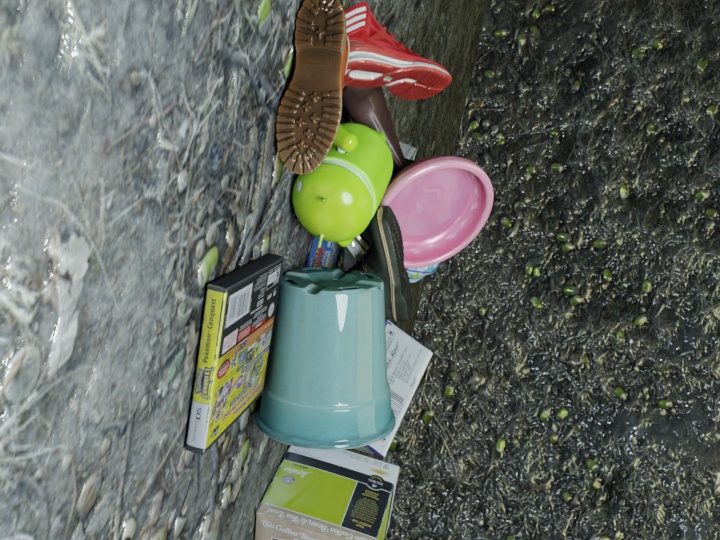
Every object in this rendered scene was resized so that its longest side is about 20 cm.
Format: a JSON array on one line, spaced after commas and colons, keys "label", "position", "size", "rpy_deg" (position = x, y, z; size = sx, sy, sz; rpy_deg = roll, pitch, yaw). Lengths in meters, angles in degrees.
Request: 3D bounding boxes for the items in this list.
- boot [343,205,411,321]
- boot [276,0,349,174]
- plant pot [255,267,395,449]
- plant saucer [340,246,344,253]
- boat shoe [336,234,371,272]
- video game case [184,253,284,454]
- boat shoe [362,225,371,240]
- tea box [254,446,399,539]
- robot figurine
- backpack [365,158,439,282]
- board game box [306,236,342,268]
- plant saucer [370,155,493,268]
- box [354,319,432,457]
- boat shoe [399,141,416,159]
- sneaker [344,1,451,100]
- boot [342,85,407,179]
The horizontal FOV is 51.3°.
[{"label": "boot", "position": [-0.003, 0.001, 1.096], "size": [0.078, 0.135, 0.203], "rpy_deg": [-77, 161, -50]}, {"label": "boot", "position": [-0.048, -0.212, 0.905], "size": [0.107, 0.073, 0.205], "rpy_deg": [9, 92, -85]}, {"label": "plant pot", "position": [-0.044, 0.108, 1.022], "size": [0.200, 0.195, 0.202], "rpy_deg": [-39, 133, -74]}, {"label": "plant saucer", "position": [-0.005, -0.127, 1.230], "size": [0.201, 0.038, 0.207], "rpy_deg": [2, 90, -83]}, {"label": "boat shoe", "position": [0.000, 0.000, 1.192], "size": [0.075, 0.068, 0.201], "rpy_deg": [58, 0, 37]}, {"label": "video game case", "position": [-0.141, 0.087, 0.870], "size": [0.200, 0.025, 0.185], "rpy_deg": [-42, 143, -75]}, {"label": "boat shoe", "position": [0.079, -0.087, 1.215], "size": [0.071, 0.196, 0.064], "rpy_deg": [-64, -143, 39]}, {"label": "tea box", "position": [-0.055, 0.411, 1.253], "size": [0.197, 0.195, 0.137], "rpy_deg": [-57, 158, -60]}, {"label": "robot figurine", "position": [-0.022, -0.121, 1.021], "size": [0.202, 0.113, 0.178], "rpy_deg": [-66, 166, -47]}, {"label": "backpack", "position": [0.082, -0.083, 1.317], "size": [0.161, 0.153, 0.204], "rpy_deg": [10, 108, -39]}, {"label": "board game box", "position": [-0.058, 0.031, 1.238], "size": [0.200, 0.034, 0.139], "rpy_deg": [54, 49, -76]}, {"label": "plant saucer", "position": [0.103, -0.093, 1.131], "size": [0.203, 0.196, 0.051], "rpy_deg": [92, -21, -44]}, {"label": "box", "position": [0.001, 0.191, 1.247], "size": [0.187, 0.104, 0.199], "rpy_deg": [-62, -162, -18]}, {"label": "boat shoe", "position": [0.075, -0.187, 1.618], "size": [0.073, 0.067, 0.204], "rpy_deg": [86, 19, -59]}, {"label": "sneaker", "position": [0.043, -0.311, 1.035], "size": [0.197, 0.078, 0.118], "rpy_deg": [1, 71, -44]}, {"label": "boot", "position": [0.035, -0.207, 1.126], "size": [0.071, 0.168, 0.200], "rpy_deg": [-32, 172, -1]}]
